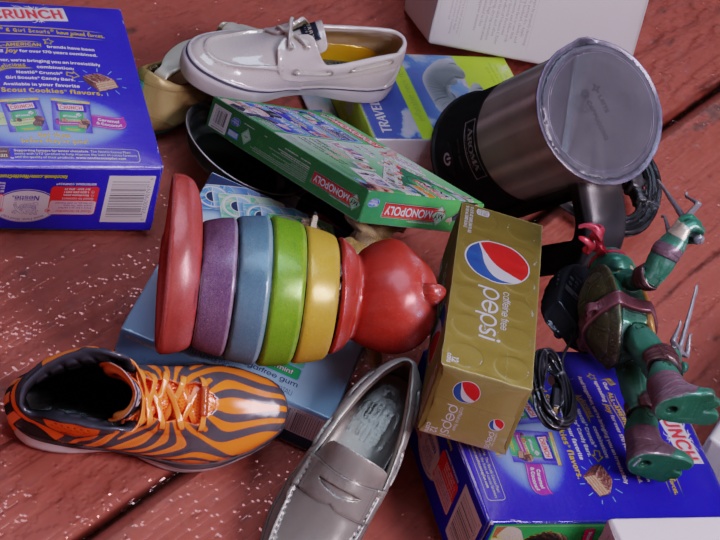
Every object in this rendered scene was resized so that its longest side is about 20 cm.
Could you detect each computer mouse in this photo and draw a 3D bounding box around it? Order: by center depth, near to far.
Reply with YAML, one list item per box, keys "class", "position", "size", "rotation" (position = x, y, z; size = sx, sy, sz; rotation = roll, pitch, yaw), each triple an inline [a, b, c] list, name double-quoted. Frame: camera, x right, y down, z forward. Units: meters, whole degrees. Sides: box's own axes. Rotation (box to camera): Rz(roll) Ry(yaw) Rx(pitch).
- class: "computer mouse"
  position: [0.147, 0.058, 1.314]
  size: [0.059, 0.034, 0.200]
  rotation: [46, 31, -11]

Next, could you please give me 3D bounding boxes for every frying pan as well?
- class: "frying pan"
  position: [-0.066, -0.080, 1.500]
  size: [0.189, 0.031, 0.115]
  rotation: [28, 30, -16]

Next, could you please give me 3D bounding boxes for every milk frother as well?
- class: "milk frother"
  position: [0.195, -0.102, 1.501]
  size: [0.199, 0.188, 0.181]
  rotation: [-29, 95, -25]

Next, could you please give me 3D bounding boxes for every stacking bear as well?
- class: "stacking bear"
  position: [-0.042, 0.013, 1.272]
  size: [0.198, 0.122, 0.114]
  rotation: [6, 57, -9]

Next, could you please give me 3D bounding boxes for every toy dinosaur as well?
- class: "toy dinosaur"
  position: [0.000, 0.000, 1.362]
  size: [0.100, 0.058, 0.201]
  rotation: [18, 42, -10]

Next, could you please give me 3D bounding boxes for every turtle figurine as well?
- class: "turtle figurine"
  position: [0.205, 0.041, 1.288]
  size: [0.100, 0.150, 0.201]
  rotation: [-7, 49, 3]

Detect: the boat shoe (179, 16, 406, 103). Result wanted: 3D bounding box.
- class: "boat shoe"
  position: [-0.052, -0.184, 1.508]
  size: [0.199, 0.070, 0.071]
  rotation: [2, 53, -25]

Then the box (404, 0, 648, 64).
- class: "box"
  position: [0.157, -0.260, 1.705]
  size: [0.199, 0.098, 0.125]
  rotation: [9, 21, -15]

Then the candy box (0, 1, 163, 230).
- class: "candy box"
  position: [-0.259, -0.126, 1.434]
  size: [0.168, 0.077, 0.201]
  rotation: [0, 47, -21]

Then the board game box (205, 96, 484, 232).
- class: "board game box"
  position: [-0.014, -0.086, 1.445]
  size: [0.134, 0.029, 0.200]
  rotation: [5, 21, -45]

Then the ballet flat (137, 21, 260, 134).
- class: "ballet flat"
  position: [-0.122, -0.179, 1.553]
  size: [0.068, 0.063, 0.200]
  rotation: [28, 41, 23]

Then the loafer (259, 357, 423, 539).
- class: "loafer"
  position: [-0.015, 0.143, 1.237]
  size: [0.070, 0.070, 0.201]
  rotation: [26, 60, 4]

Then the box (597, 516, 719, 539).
- class: "box"
  position: [0.254, 0.242, 1.241]
  size: [0.199, 0.113, 0.102]
  rotation: [2, 44, -22]

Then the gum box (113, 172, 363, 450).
- class: "gum box"
  position: [-0.075, 0.028, 1.375]
  size: [0.169, 0.045, 0.200]
  rotation: [23, 41, 1]

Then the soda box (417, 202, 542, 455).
- class: "soda box"
  position: [0.088, 0.038, 1.290]
  size: [0.067, 0.064, 0.201]
  rotation: [16, 37, -3]

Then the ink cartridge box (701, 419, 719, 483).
- class: "ink cartridge box"
  position: [0.355, 0.143, 1.409]
  size: [0.144, 0.084, 0.200]
  rotation: [34, 43, 14]

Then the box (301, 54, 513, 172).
- class: "box"
  position: [0.056, -0.141, 1.605]
  size: [0.199, 0.048, 0.122]
  rotation: [-2, 46, -25]

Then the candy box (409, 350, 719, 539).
- class: "candy box"
  position: [0.149, 0.143, 1.315]
  size: [0.199, 0.077, 0.170]
  rotation: [2, 42, -20]

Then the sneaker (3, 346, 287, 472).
- class: "sneaker"
  position: [-0.140, 0.095, 1.217]
  size: [0.198, 0.112, 0.078]
  rotation: [-1, 79, -15]
